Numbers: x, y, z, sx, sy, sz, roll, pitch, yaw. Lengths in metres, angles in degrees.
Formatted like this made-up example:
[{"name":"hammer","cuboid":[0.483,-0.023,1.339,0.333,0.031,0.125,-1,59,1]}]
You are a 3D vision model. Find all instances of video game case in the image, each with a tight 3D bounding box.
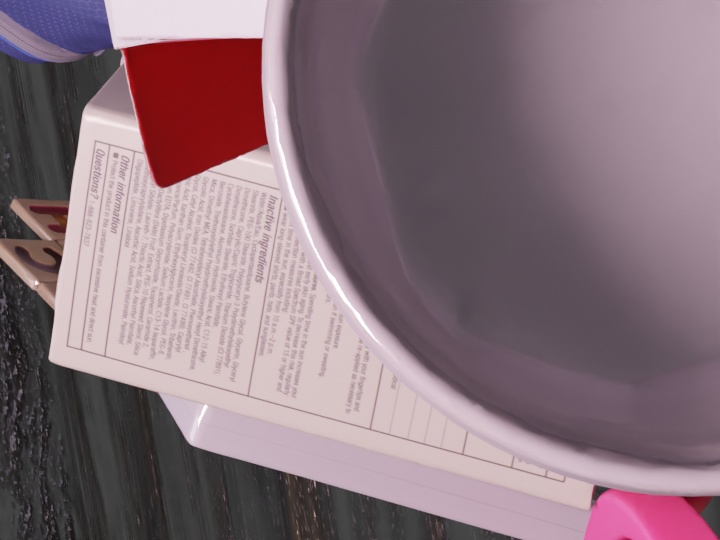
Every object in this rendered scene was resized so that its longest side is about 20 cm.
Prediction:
[{"name":"video game case","cuboid":[0.006,0.054,1.113,0.024,0.199,0.182,-69,21,11]}]

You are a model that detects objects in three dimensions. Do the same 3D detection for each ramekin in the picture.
[{"name":"ramekin","cuboid":[0.075,-0.046,0.693,0.105,0.199,0.201,130,127,-86]}]

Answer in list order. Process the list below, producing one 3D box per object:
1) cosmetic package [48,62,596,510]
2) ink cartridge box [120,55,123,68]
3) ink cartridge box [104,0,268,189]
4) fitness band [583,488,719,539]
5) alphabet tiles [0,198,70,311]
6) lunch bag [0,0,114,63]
[{"name":"cosmetic package","cuboid":[0.000,0.000,0.989,0.073,0.199,0.104,-62,-14,-62]},{"name":"ink cartridge box","cuboid":[-0.008,-0.045,1.150,0.200,0.145,0.085,-146,51,-71]},{"name":"ink cartridge box","cuboid":[0.005,-0.133,0.884,0.084,0.200,0.176,0,107,36]},{"name":"fitness band","cuboid":[0.119,0.142,0.972,0.200,0.037,0.144,89,162,-73]},{"name":"alphabet tiles","cuboid":[-0.054,0.017,1.213,0.166,0.199,0.006,42,117,35]},{"name":"lunch bag","cuboid":[-0.093,-0.166,1.008,0.136,0.200,0.132,45,157,-23]}]
